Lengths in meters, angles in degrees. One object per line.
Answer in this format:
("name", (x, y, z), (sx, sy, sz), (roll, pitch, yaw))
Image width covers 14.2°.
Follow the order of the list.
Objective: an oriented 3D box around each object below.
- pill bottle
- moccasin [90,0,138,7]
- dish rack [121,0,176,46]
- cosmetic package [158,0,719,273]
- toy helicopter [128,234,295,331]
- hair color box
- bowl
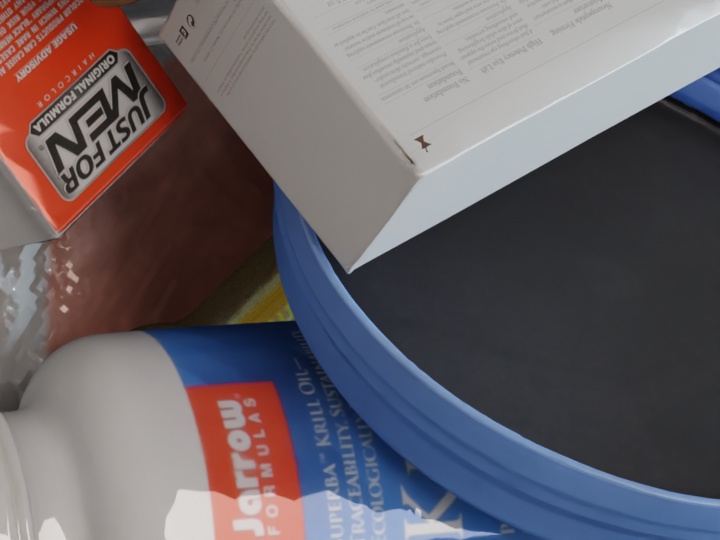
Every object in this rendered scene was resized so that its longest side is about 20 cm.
("pill bottle", (-0.029, 0.070, 0.772), (0.199, 0.112, 0.113), (-4, 85, -23))
("moccasin", (-0.034, -0.149, 0.738), (0.074, 0.077, 0.202), (88, 15, -49))
("dish rack", (-0.038, -0.169, 0.820), (0.171, 0.044, 0.201), (-10, 77, -20))
("cosmetic package", (0.049, -0.077, 0.760), (0.200, 0.051, 0.083), (-28, 72, -39))
("toy helicopter", (0.000, 0.000, 0.869), (0.200, 0.079, 0.132), (-42, 117, -24))
("hair color box", (-0.144, -0.096, 0.739), (0.061, 0.101, 0.200), (-47, 112, -35))
("bowl", (0.070, -0.006, 0.772), (0.200, 0.039, 0.201), (12, 46, -12))
